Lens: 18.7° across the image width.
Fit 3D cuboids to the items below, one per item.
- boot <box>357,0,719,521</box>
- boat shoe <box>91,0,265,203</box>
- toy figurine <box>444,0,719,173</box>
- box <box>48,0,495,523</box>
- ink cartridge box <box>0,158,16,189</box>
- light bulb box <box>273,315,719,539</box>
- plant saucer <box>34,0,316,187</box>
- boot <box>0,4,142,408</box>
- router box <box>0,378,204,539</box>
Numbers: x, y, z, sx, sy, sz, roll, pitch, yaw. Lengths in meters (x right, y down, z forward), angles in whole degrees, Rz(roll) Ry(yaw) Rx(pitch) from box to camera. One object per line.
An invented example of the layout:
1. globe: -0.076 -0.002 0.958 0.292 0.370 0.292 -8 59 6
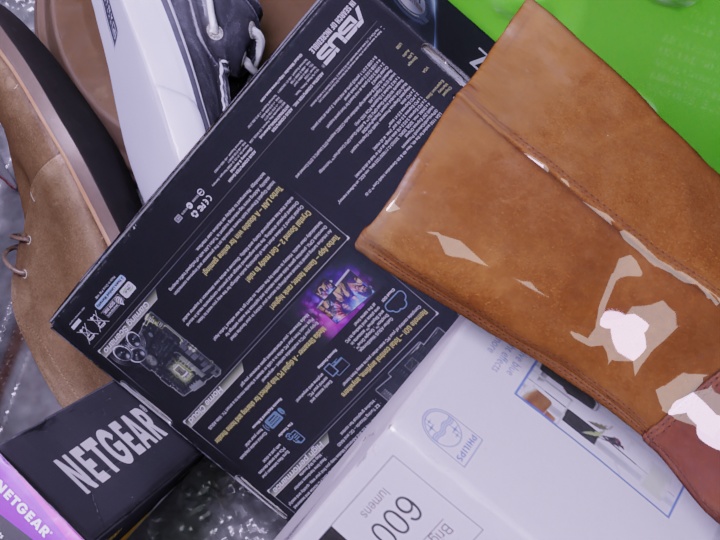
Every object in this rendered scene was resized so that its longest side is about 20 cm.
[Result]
1. boot: 0.126 -0.016 0.716 0.200 0.069 0.188 38 72 8
2. boat shoe: -0.072 -0.097 0.930 0.067 0.072 0.201 -10 67 -19
3. toy figurine: 0.128 -0.118 0.875 0.199 0.184 0.151 18 121 5
4. box: 0.000 0.000 0.838 0.160 0.044 0.200 39 119 -6
5. ink cartridge box: -0.229 -0.124 0.922 0.043 0.200 0.174 -29 71 2
6. light bulb box: 0.061 0.140 0.761 0.200 0.125 0.198 39 128 1
7. plant saucer: -0.054 -0.127 0.984 0.199 0.029 0.201 -2 75 9
8. boot: -0.129 -0.019 0.933 0.075 0.074 0.201 -29 86 12
9. router box: -0.140 0.117 0.821 0.051 0.200 0.149 44 100 2
